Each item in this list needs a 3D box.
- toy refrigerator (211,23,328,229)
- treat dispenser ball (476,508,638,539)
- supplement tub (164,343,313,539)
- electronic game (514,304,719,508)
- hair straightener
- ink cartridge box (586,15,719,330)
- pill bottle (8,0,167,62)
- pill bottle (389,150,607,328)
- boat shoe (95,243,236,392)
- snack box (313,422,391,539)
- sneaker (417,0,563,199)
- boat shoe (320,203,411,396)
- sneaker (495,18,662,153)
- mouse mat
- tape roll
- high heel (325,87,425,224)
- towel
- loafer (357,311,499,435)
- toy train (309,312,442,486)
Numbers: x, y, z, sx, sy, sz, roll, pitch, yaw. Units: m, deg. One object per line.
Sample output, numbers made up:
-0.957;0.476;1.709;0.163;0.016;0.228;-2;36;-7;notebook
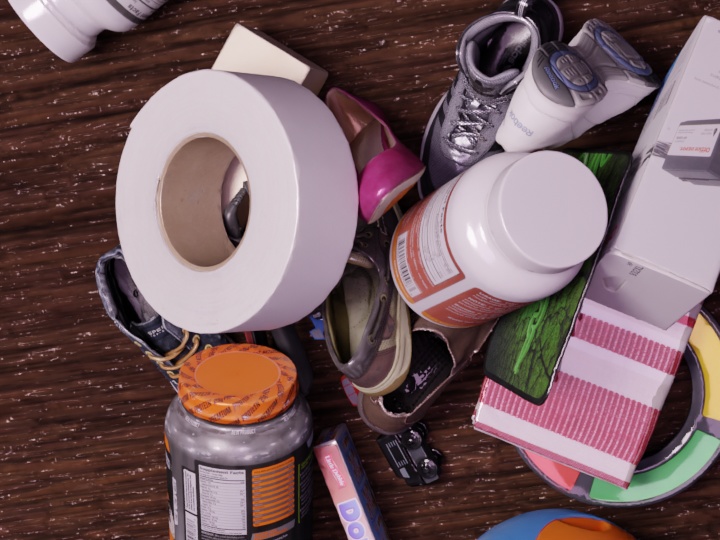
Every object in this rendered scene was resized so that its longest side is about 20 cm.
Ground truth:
-0.111;-0.099;1.324;0.076;0.070;0.200;31;99;10;toy refrigerator
0.160;0.294;1.268;0.200;0.201;0.202;1;97;7;treat dispenser ball
-0.099;0.169;1.300;0.122;0.123;0.201;5;117;7;supplement tub
0.216;0.101;1.318;0.199;0.042;0.201;1;97;7;electronic game
-0.065;0.017;1.313;0.077;0.041;0.201;-5;115;14;hair straightener
0.249;-0.070;1.208;0.083;0.145;0.201;24;76;3;ink cartridge box
-0.191;-0.269;1.288;0.200;0.116;0.116;-37;91;10;pill bottle
0.104;-0.025;1.185;0.112;0.200;0.113;4;78;-18;pill bottle
-0.156;0.063;1.336;0.071;0.091;0.200;-36;91;10;boat shoe
0.009;0.232;1.345;0.024;0.072;0.201;-21;94;8;snack box
0.094;-0.136;1.265;0.075;0.114;0.201;28;99;10;sneaker
-0.001;0.001;1.278;0.072;0.066;0.202;-18;61;23;boat shoe
0.166;-0.140;1.229;0.075;0.200;0.087;51;125;14;sneaker
0.150;0.000;1.223;0.008;0.161;0.201;21;91;-13;mouse mat
-0.098;-0.053;1.212;0.202;0.071;0.203;2;94;41;tape roll
0.001;-0.098;1.241;0.067;0.200;0.096;-43;97;16;high heel
0.190;0.061;1.290;0.144;0.023;0.201;21;93;9;towel
0.073;0.052;1.300;0.073;0.071;0.200;32;85;-4;loafer
0.007;0.097;1.350;0.046;0.034;0.200;-28;93;21;toy train
